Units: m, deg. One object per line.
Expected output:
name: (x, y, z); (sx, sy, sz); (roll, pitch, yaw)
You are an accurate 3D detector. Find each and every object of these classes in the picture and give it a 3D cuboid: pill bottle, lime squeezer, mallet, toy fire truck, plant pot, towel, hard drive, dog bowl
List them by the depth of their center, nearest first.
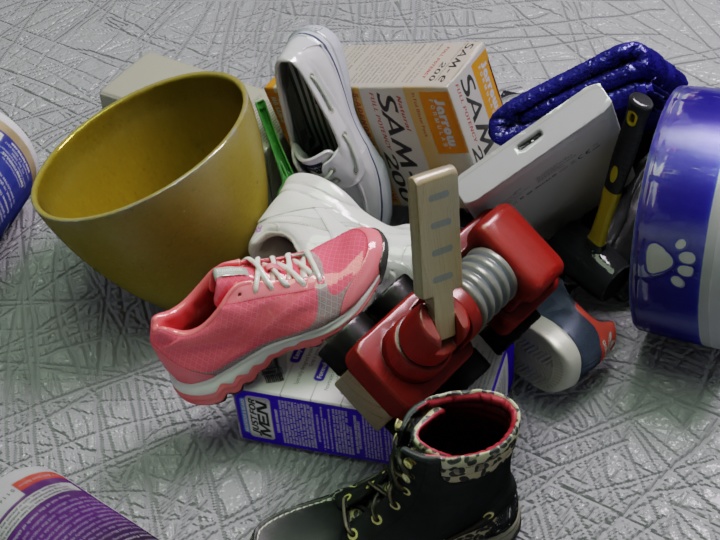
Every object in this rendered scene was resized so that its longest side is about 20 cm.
pill bottle: (-0.177, 0.224, 1.150); (0.199, 0.112, 0.111); (26, 50, 31)
toy fire truck: (0.068, 0.003, 1.182); (0.129, 0.200, 0.176); (47, 58, 4)
mallet: (0.186, -0.064, 1.304); (0.041, 0.201, 0.066); (-33, 54, -31)
hard drive: (0.149, -0.071, 1.327); (0.131, 0.200, 0.026); (-34, 72, 5)
dog bowl: (0.274, -0.043, 1.331); (0.078, 0.201, 0.201); (11, 44, 20)
towel: (0.194, -0.129, 1.395); (0.147, 0.200, 0.050); (-27, 80, 17)
plant pot: (-0.154, -0.051, 1.416); (0.198, 0.143, 0.201); (-20, 32, 13)
lime squeezer: (-0.053, -0.055, 1.473); (0.037, 0.071, 0.201); (-29, 60, 5)
pill bottle: (-0.371, -0.046, 1.476); (0.115, 0.116, 0.201); (8, 43, 15)

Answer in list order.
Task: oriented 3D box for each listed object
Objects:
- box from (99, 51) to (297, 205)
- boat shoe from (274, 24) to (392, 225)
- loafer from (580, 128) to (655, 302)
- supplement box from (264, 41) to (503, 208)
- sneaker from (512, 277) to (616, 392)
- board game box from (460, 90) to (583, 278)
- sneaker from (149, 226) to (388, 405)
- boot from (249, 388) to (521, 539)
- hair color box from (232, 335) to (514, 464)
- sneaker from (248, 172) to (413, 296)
box: (-0.142, -0.135, 1.585); (0.199, 0.069, 0.082); (21, 48, 28)
boat shoe: (-0.033, -0.104, 1.426); (0.073, 0.201, 0.067); (-3, 29, 35)
loafer: (0.242, -0.055, 1.453); (0.068, 0.070, 0.201); (-21, 28, 48)
supplement box: (0.028, -0.126, 1.475); (0.199, 0.127, 0.074); (3, 39, 37)
sneaker: (0.125, 0.024, 1.379); (0.084, 0.075, 0.200); (-25, 49, -32)
board game box: (0.153, -0.081, 1.513); (0.134, 0.035, 0.200); (14, 45, 21)
sneaker: (-0.070, 0.022, 1.266); (0.199, 0.087, 0.074); (-34, 39, 2)
boot: (0.017, 0.151, 1.173); (0.201, 0.154, 0.074); (-9, 55, -6)
hair color box: (0.012, 0.089, 1.318); (0.198, 0.065, 0.110); (10, 44, 15)
sneaker: (0.000, 0.000, 1.354); (0.199, 0.075, 0.100); (26, 58, 25)
